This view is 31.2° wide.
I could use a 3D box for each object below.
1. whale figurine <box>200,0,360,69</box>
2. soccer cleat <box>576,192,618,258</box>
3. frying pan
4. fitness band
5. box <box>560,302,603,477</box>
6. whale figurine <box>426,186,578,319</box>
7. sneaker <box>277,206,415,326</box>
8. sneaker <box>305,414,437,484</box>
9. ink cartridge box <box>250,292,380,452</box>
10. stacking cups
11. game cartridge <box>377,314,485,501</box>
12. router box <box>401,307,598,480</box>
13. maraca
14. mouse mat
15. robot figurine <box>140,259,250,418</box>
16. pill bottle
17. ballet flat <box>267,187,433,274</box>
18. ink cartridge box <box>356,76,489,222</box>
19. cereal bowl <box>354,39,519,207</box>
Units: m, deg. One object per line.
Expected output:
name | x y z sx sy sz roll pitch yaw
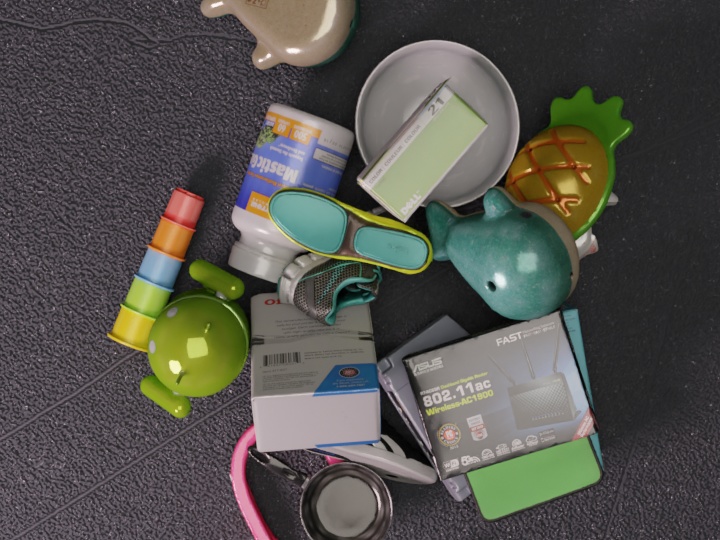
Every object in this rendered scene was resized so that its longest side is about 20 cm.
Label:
whale figurine | -0.092 -0.317 1.555 0.199 0.104 0.160 17 94 22
soccer cleat | 0.244 -0.026 1.586 0.085 0.069 0.201 28 88 7
frying pan | -0.053 0.285 1.583 0.188 0.031 0.116 10 94 4
fitness band | -0.081 0.274 1.612 0.143 0.037 0.201 -24 95 0
box | 0.253 0.145 1.590 0.049 0.082 0.202 -10 94 -1
whale figurine | 0.146 -0.016 1.461 0.199 0.104 0.160 20 130 34
sneaker | 0.000 0.000 1.544 0.199 0.078 0.091 -36 56 -22
sneaker | 0.018 0.186 1.592 0.199 0.073 0.113 23 65 -22
ink cartridge box | -0.055 0.112 1.517 0.145 0.201 0.085 -4 124 -1
stacking cups | -0.249 -0.004 1.579 0.060 0.061 0.202 20 91 -3
game cartridge | 0.118 0.164 1.592 0.133 0.040 0.201 -33 95 -15
router box | 0.164 0.144 1.517 0.198 0.062 0.151 -18 90 7
maraca | 0.241 -0.119 1.512 0.137 0.107 0.201 26 89 35
mouse mat | 0.187 0.188 1.553 0.160 0.008 0.202 -21 90 8
robot figurine | -0.187 0.083 1.514 0.115 0.200 0.177 26 93 -4
pill bottle | -0.089 -0.089 1.550 0.111 0.112 0.202 19 92 -3
ballet flat | -0.011 -0.044 1.493 0.198 0.067 0.067 19 98 1
ink cartridge box | 0.069 -0.130 1.425 0.076 0.200 0.148 41 93 -4
cereal bowl | 0.090 -0.175 1.564 0.198 0.083 0.202 0 93 -2
